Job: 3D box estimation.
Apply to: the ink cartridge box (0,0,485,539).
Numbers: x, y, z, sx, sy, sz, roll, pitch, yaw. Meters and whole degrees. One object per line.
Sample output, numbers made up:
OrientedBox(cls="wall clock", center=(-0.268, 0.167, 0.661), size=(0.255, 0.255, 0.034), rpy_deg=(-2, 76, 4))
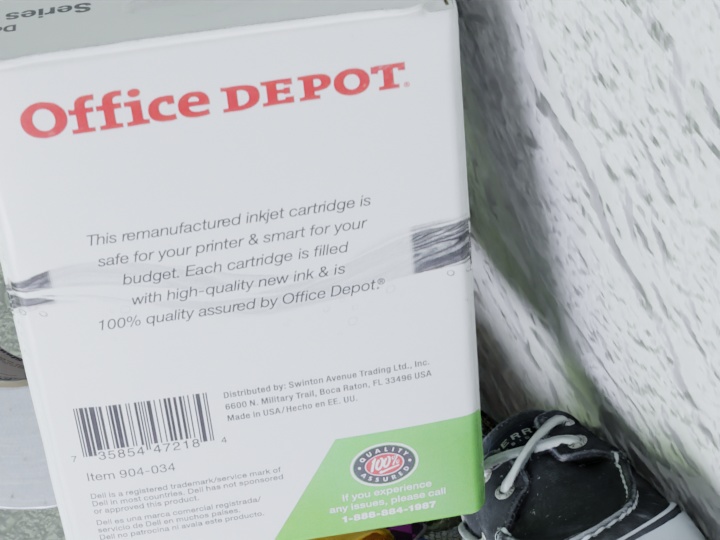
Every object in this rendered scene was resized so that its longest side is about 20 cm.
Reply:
OrientedBox(cls="ink cartridge box", center=(-0.040, -0.009, 0.638), size=(0.084, 0.145, 0.201), rpy_deg=(-103, 6, -54))

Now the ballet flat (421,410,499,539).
OrientedBox(cls="ballet flat", center=(-0.003, 0.054, 0.881), size=(0.200, 0.072, 0.072), rpy_deg=(37, 157, 34))

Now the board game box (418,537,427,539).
OrientedBox(cls="board game box", center=(-0.020, 0.166, 1.048), size=(0.151, 0.199, 0.037), rpy_deg=(-133, 52, -61))

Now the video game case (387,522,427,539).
OrientedBox(cls="video game case", center=(-0.068, 0.066, 0.895), size=(0.200, 0.036, 0.181), rpy_deg=(48, 160, 3))

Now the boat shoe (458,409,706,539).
OrientedBox(cls="boat shoe", center=(0.068, 0.083, 0.695), size=(0.068, 0.071, 0.200), rpy_deg=(61, 178, 0))

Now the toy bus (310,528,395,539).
OrientedBox(cls="toy bus", center=(-0.022, 0.153, 0.752), size=(0.136, 0.199, 0.193), rpy_deg=(70, -177, -65))

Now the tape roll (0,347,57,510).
OrientedBox(cls="tape roll", center=(-0.128, -0.010, 0.770), size=(0.201, 0.200, 0.066), rpy_deg=(63, -170, 2))
